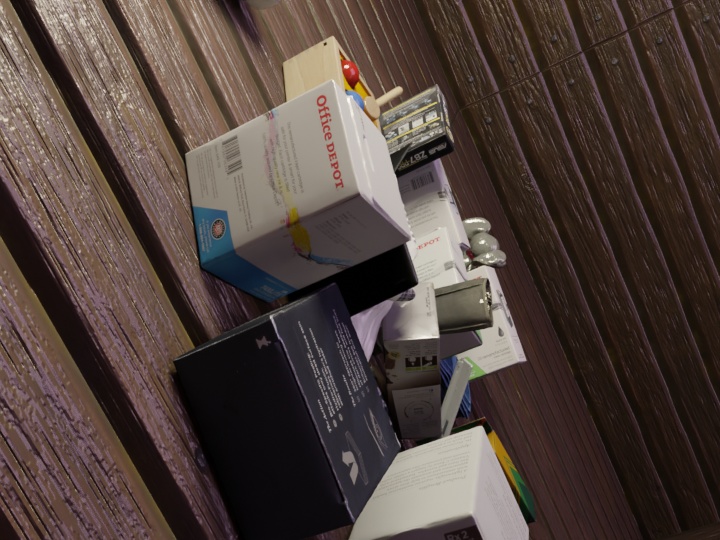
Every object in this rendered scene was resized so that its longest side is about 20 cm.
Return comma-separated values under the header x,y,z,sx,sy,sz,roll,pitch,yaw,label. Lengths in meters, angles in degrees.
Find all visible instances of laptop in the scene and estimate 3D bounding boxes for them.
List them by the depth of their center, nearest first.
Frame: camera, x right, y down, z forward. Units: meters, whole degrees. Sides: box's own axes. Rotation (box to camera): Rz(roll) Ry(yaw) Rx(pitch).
x,y,z,sx,sy,sz,roll,pitch,yaw,label
-0.004,-0.041,1.068,0.115,0.185,0.203,2,66,-55,laptop

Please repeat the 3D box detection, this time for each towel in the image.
x,y,z,sx,sy,sz,roll,pitch,yaw,label
0.151,0.170,1.535,0.201,0.048,0.112,58,20,-28,towel

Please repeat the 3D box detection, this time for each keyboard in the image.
x,y,z,sx,sy,sz,roll,pitch,yaw,label
0.124,0.229,1.222,0.010,0.204,0.056,18,3,-15,keyboard

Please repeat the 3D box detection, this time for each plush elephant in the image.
x,y,z,sx,sy,sz,roll,pitch,yaw,label
0.260,-0.025,1.898,0.200,0.153,0.167,49,26,-46,plush elephant

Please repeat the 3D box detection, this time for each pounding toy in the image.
x,y,z,sx,sy,sz,roll,pitch,yaw,label
-0.018,-0.271,1.395,0.200,0.140,0.187,45,29,-50,pounding toy

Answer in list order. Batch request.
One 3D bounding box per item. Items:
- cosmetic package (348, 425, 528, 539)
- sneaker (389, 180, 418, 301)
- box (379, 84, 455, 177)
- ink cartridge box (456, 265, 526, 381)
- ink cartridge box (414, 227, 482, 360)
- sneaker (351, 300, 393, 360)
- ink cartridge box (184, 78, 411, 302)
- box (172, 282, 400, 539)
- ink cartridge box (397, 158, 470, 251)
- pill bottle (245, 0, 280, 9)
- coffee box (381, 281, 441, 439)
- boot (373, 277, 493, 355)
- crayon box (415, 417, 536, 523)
x,y,z,sx,sy,sz,roll,pitch,yaw,label
0.103,0.330,1.025,0.167,0.163,0.200,64,19,-12,cosmetic package
0.036,-0.049,1.117,0.079,0.076,0.203,16,57,-20,sneaker
0.069,-0.238,1.516,0.049,0.197,0.163,50,24,-38,box
0.226,0.110,1.663,0.084,0.144,0.203,11,58,-67,ink cartridge box
0.112,0.047,1.401,0.084,0.144,0.203,47,27,-45,ink cartridge box
-0.009,0.037,1.111,0.088,0.075,0.203,35,58,-28,sneaker
-0.069,-0.082,0.937,0.146,0.197,0.149,35,37,-59,ink cartridge box
-0.063,0.138,0.836,0.200,0.116,0.200,68,17,-1,box
0.103,-0.111,1.555,0.086,0.144,0.203,14,56,-70,ink cartridge box
-0.181,-0.480,1.204,0.200,0.113,0.116,40,33,-55,pill bottle
0.073,0.132,1.187,0.114,0.078,0.203,-91,176,-51,coffee box
0.106,0.043,1.300,0.073,0.197,0.184,52,24,-40,boot
0.181,0.333,1.311,0.202,0.125,0.051,58,20,-26,crayon box
